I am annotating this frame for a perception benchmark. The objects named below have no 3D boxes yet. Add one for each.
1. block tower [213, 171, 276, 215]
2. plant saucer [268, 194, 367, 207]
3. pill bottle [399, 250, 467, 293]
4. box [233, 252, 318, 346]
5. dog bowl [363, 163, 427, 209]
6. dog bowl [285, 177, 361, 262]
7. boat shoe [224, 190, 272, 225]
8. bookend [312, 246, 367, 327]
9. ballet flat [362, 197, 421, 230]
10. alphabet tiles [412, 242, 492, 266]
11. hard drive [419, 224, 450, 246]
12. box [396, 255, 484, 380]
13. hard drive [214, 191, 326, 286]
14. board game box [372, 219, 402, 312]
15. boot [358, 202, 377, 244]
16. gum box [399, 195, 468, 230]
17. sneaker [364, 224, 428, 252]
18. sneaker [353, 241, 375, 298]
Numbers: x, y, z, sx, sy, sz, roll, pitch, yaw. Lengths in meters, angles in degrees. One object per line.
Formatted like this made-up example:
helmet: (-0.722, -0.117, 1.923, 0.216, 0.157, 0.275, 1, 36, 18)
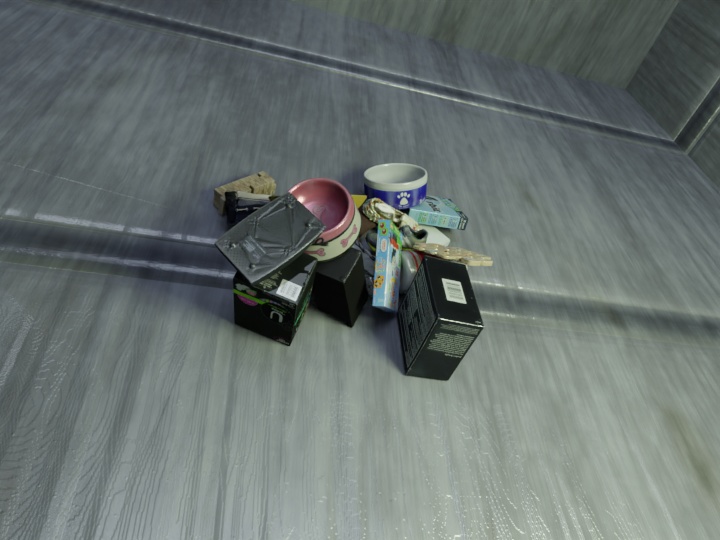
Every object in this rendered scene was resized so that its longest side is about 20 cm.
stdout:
block tower: (-0.330, -0.224, 1.519, 0.057, 0.055, 0.199, 37, 43, 19)
plant saucer: (-0.114, -0.175, 1.426, 0.197, 0.050, 0.197, 5, 8, 42)
pill bottle: (0.187, 0.001, 1.451, 0.195, 0.114, 0.114, -3, 46, -25)
box: (-0.187, 0.047, 1.164, 0.145, 0.201, 0.126, 22, 57, 1)
dog bowl: (0.108, -0.262, 1.642, 0.194, 0.081, 0.201, -2, 28, 1)
dog bowl: (-0.097, -0.122, 1.197, 0.194, 0.074, 0.204, -2, 56, 4)
boat shoe: (-0.295, -0.162, 1.467, 0.073, 0.096, 0.198, 4, 3, 34)
bookend: (-0.091, 0.015, 1.271, 0.195, 0.202, 0.093, 21, 60, 20)
ballet flat: (0.097, -0.149, 1.548, 0.196, 0.064, 0.077, 24, 66, -11)
alphabet tiles: (0.235, -0.042, 1.366, 0.192, 0.015, 0.198, 0, 15, -42)
hard drive: (0.164, -0.087, 1.601, 0.131, 0.027, 0.198, 41, 45, 21)
box: (0.180, 0.113, 1.263, 0.120, 0.201, 0.203, 11, 41, -15)
hard drive: (-0.180, -0.062, 1.083, 0.135, 0.043, 0.199, 42, 63, 19)
board game box: (0.068, -0.006, 1.315, 0.036, 0.151, 0.206, 3, 82, 16)
boot: (0.002, -0.126, 1.539, 0.163, 0.073, 0.201, -13, 50, -32)
gum box: (0.219, -0.191, 1.685, 0.195, 0.046, 0.171, 6, 26, -16)
sneaker: (0.103, -0.092, 1.490, 0.196, 0.082, 0.075, 0, 46, -29)
sneaker: (0.000, 0.000, 1.357, 0.199, 0.075, 0.117, 31, 30, -48)
